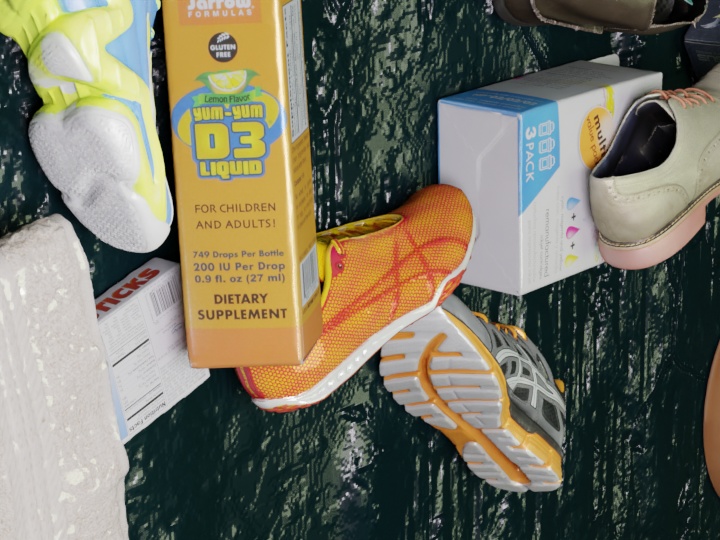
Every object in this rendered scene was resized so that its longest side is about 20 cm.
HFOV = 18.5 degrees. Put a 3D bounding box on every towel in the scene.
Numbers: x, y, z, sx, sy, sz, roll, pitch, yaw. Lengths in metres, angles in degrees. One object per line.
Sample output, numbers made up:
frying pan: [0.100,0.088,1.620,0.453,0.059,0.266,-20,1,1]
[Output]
towel: [-0.173,0.088,1.061,0.132,0.034,0.201,-28,118,-44]

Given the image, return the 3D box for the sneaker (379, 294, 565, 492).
sneaker: [0.073,0.062,1.377,0.200,0.078,0.078,54,46,-48]

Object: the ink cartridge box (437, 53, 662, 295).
ink cartridge box: [0.134,-0.066,1.412,0.199,0.068,0.116,-20,115,-48]

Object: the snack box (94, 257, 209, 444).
snack box: [-0.156,0.073,1.125,0.200,0.024,0.072,-38,128,-39]

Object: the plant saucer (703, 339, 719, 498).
plant saucer: [0.333,0.095,1.734,0.200,0.032,0.202,-18,114,-47]

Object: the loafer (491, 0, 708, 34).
loafer: [0.156,-0.187,1.403,0.199,0.071,0.074,-5,104,-51]

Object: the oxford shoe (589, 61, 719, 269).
oxford shoe: [0.210,-0.088,1.391,0.200,0.070,0.074,-50,132,-33]

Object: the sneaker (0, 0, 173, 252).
sneaker: [-0.118,-0.110,1.082,0.105,0.075,0.201,-45,131,-35]

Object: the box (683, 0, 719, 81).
box: [0.317,-0.181,1.623,0.201,0.051,0.158,-57,137,-25]

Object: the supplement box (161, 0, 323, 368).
supplement box: [-0.061,-0.054,1.146,0.069,0.066,0.202,-52,139,-76]

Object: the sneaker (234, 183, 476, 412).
sneaker: [0.000,0.000,1.264,0.200,0.073,0.078,-43,121,-39]

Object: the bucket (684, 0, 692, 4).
bucket: [0.174,-0.275,1.301,0.208,0.134,0.208,-60,165,-27]
